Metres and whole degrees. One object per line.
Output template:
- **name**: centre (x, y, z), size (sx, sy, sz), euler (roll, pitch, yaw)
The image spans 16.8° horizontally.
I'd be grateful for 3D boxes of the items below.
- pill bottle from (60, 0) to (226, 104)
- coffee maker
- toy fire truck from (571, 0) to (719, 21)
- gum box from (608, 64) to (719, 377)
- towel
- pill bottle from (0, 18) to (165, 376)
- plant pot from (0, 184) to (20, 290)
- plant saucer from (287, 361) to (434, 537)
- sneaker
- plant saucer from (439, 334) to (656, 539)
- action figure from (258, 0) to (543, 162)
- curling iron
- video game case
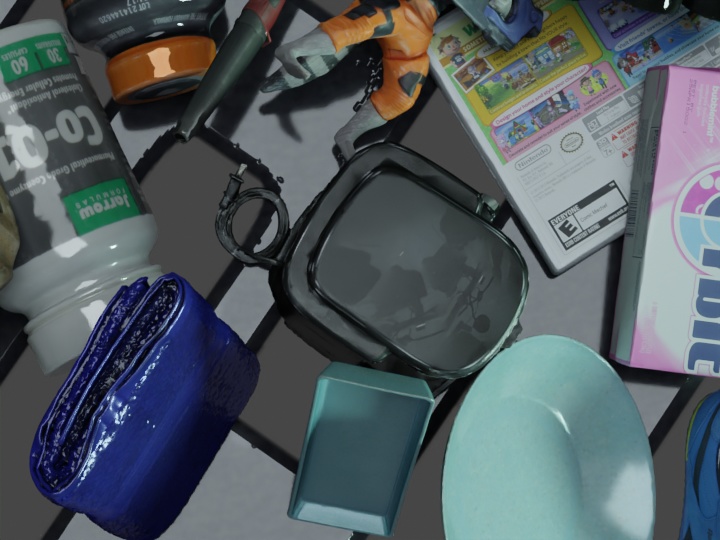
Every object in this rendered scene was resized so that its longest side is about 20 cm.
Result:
- **pill bottle**: centre (-0.146, -0.209, 1.542), size (0.105, 0.106, 0.201), euler (-14, 85, -4)
- **coffee maker**: centre (0.000, 0.000, 1.480), size (0.191, 0.200, 0.136), euler (10, 83, -1)
- **toy fire truck**: centre (0.158, -0.260, 1.528), size (0.175, 0.200, 0.129), euler (4, 118, -25)
- **gum box**: centre (0.230, -0.034, 1.543), size (0.113, 0.066, 0.202), euler (7, 92, -7)
- **towel**: centre (-0.131, 0.084, 1.472), size (0.049, 0.200, 0.148), euler (30, 83, 18)
- **pill bottle**: centre (-0.195, -0.044, 1.520), size (0.113, 0.113, 0.201), euler (-25, 86, -5)
- **plant pot**: centre (-0.308, -0.002, 1.437), size (0.183, 0.200, 0.201), euler (-32, 86, 22)
- **plant saucer**: centre (-0.001, 0.109, 1.480), size (0.069, 0.200, 0.019), euler (11, 61, -1)
- **sneaker**: centre (0.235, 0.172, 1.533), size (0.065, 0.078, 0.202), euler (1, 90, -4)
- **plant saucer**: centre (0.107, 0.141, 1.514), size (0.200, 0.039, 0.203), euler (6, 82, -44)
- **action figure**: centre (0.014, -0.186, 1.521), size (0.194, 0.104, 0.200), euler (-52, 130, -14)
- **curling iron**: centre (-0.065, -0.149, 1.531), size (0.025, 0.050, 0.201), euler (23, 53, 8)
- **video game case**: centre (0.163, -0.125, 1.589), size (0.199, 0.022, 0.183), euler (-31, 87, -4)
